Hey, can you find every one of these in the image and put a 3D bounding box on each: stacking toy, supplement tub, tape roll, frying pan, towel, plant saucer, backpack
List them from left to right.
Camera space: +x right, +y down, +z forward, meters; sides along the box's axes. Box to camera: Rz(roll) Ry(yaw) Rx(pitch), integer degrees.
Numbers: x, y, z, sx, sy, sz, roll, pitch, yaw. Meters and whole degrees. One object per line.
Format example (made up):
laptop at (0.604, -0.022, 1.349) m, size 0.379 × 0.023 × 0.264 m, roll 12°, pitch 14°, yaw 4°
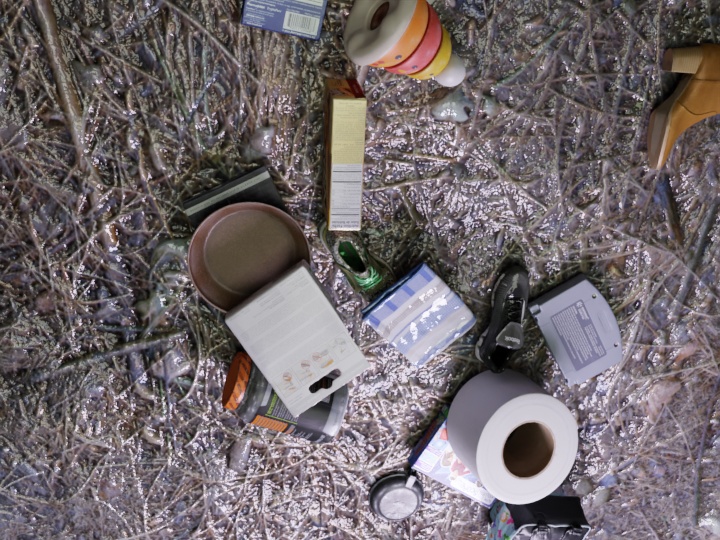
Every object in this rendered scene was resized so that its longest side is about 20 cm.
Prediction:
plant saucer at (-0.178, -0.022, 1.361) m, size 0.196 × 0.037 × 0.204 m, roll -4°, pitch 118°, yaw -7°
supplement tub at (-0.130, 0.214, 1.453) m, size 0.197 × 0.123 × 0.124 m, roll 20°, pitch 111°, yaw -18°
frying pan at (0.099, 0.423, 1.648) m, size 0.189 × 0.031 × 0.115 m, roll -41°, pitch 116°, yaw 14°
stacking toy at (0.086, -0.329, 1.236) m, size 0.198 × 0.147 × 0.147 m, roll 24°, pitch 111°, yaw -36°
towel at (0.103, 0.082, 1.451) m, size 0.146 × 0.024 × 0.200 m, roll -39°, pitch 134°, yaw 9°
tape roll at (0.270, 0.293, 1.521) m, size 0.199 × 0.139 × 0.207 m, roll -4°, pitch 103°, yaw -15°
backpack at (0.334, 0.519, 1.660) m, size 0.174 × 0.151 × 0.203 m, roll 5°, pitch 121°, yaw -16°

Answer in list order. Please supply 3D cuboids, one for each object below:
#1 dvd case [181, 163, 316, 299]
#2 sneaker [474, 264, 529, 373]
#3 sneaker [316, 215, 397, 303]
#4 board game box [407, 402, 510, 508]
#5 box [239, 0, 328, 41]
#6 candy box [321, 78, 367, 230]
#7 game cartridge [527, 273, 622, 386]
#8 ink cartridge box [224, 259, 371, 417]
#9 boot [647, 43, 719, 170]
dvd case at (-0.177, -0.055, 1.374) m, size 0.147 × 0.016 × 0.202 m, roll -24°, pitch 118°, yaw 4°
sneaker at (0.258, 0.092, 1.475) m, size 0.065 × 0.091 × 0.203 m, roll 9°, pitch 114°, yaw -14°
sneaker at (0.000, 0.000, 1.388) m, size 0.076 × 0.089 × 0.201 m, roll -36°, pitch 116°, yaw 9°
board game box at (0.206, 0.355, 1.616) m, size 0.198 × 0.035 × 0.136 m, roll 32°, pitch 100°, yaw -21°
box at (-0.094, -0.437, 1.191) m, size 0.119 × 0.033 × 0.203 m, roll 9°, pitch 115°, yaw -14°
candy box at (-0.027, -0.176, 1.283) m, size 0.054 × 0.116 × 0.203 m, roll -1°, pitch 116°, yaw -7°
game cartridge at (0.397, 0.106, 1.536) m, size 0.132 × 0.041 × 0.202 m, roll -27°, pitch 117°, yaw 8°
ink cartridge box at (-0.099, 0.109, 1.368) m, size 0.160 × 0.050 × 0.201 m, roll -33°, pitch 103°, yaw 8°
boot at (0.546, -0.258, 1.360) m, size 0.141 × 0.071 × 0.205 m, roll 2°, pitch 111°, yaw -7°
